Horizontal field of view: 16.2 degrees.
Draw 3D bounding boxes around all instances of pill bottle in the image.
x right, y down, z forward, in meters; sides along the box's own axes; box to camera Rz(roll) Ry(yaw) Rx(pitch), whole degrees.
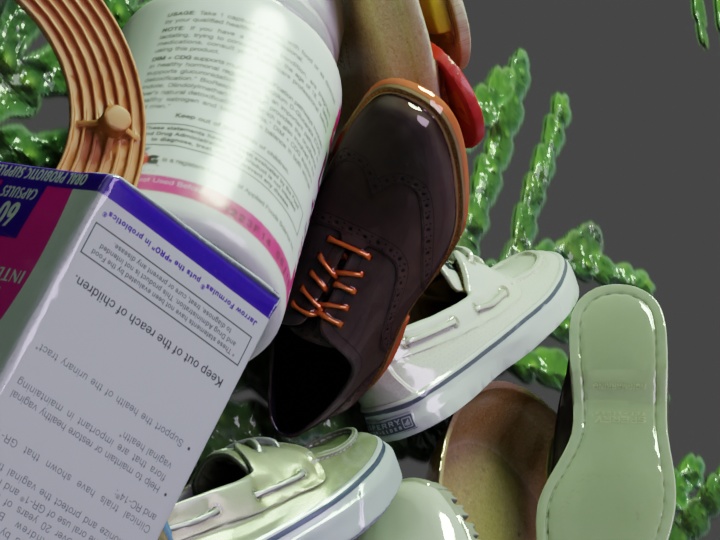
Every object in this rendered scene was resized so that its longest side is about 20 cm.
[{"bbox_3d":[-0.071,-0.059,1.176,0.113,0.113,0.200,46,40,-31],"label":"pill bottle"}]

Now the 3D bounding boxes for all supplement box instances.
[{"bbox_3d":[-0.135,0.068,0.962,0.103,0.101,0.200,37,71,-38],"label":"supplement box"}]

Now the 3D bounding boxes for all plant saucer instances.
[{"bbox_3d":[0.084,0.159,1.349,0.200,0.035,0.200,36,44,-45],"label":"plant saucer"}]

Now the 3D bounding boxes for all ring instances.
[{"bbox_3d":[-0.179,-0.080,1.044,0.200,0.019,0.201,13,60,-23],"label":"ring"}]

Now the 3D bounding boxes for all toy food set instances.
[{"bbox_3d":[0.008,-0.120,1.281,0.049,0.198,0.200,-18,102,-15],"label":"toy food set"}]

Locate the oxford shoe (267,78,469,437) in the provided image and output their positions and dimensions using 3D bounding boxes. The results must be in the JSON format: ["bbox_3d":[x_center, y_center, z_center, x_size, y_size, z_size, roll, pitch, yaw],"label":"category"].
[{"bbox_3d":[0.000,0.000,1.198,0.071,0.200,0.073,24,40,12],"label":"oxford shoe"}]

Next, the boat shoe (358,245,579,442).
[{"bbox_3d":[0.052,0.020,1.359,0.200,0.071,0.070,-37,106,-49],"label":"boat shoe"}]

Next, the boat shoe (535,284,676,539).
[{"bbox_3d":[0.135,0.108,1.358,0.061,0.072,0.201,82,16,-60],"label":"boat shoe"}]

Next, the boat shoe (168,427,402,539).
[{"bbox_3d":[-0.048,0.109,1.160,0.200,0.072,0.062,-31,102,-54],"label":"boat shoe"}]

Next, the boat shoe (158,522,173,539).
[{"bbox_3d":[-0.080,0.174,1.048,0.200,0.072,0.072,61,-2,-22],"label":"boat shoe"}]

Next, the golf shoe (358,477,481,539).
[{"bbox_3d":[0.005,0.177,1.201,0.097,0.078,0.200,33,46,-34],"label":"golf shoe"}]
